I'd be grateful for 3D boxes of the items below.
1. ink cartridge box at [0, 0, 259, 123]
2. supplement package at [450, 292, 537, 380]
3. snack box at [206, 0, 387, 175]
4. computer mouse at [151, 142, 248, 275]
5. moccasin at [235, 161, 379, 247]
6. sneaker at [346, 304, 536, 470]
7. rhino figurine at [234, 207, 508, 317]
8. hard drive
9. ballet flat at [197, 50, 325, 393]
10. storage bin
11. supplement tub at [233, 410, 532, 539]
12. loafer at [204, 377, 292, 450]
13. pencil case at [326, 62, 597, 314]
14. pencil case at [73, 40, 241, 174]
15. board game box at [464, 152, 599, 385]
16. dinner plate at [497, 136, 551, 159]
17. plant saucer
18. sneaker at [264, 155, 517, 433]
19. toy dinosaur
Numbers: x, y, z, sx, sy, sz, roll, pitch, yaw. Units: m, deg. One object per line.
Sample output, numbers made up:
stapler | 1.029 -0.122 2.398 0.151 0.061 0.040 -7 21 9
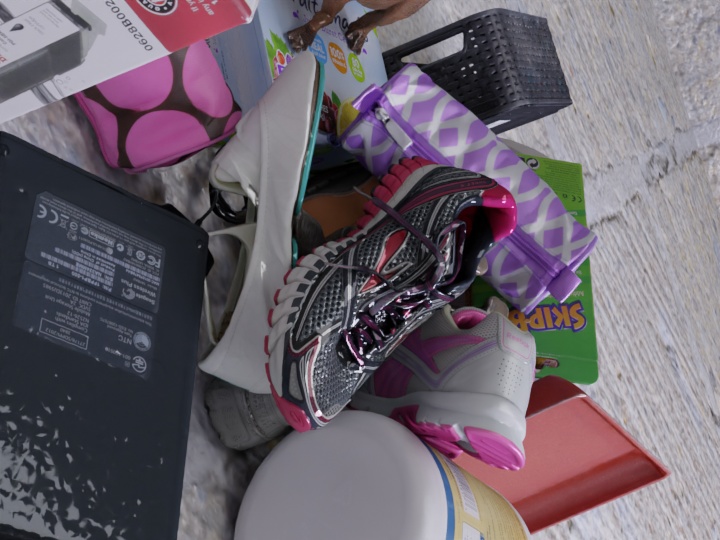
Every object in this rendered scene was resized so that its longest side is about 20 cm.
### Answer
ink cartridge box | -0.158 -0.157 0.550 0.147 0.198 0.084 50 37 -37
supplement package | 0.096 0.026 1.022 0.201 0.118 0.122 -72 146 -50
snack box | -0.051 -0.168 0.922 0.199 0.067 0.171 13 63 -62
computer mouse | -0.110 -0.027 0.760 0.059 0.034 0.201 53 28 -14
moccasin | -0.007 -0.036 0.893 0.201 0.073 0.079 -31 110 -53
sneaker | 0.057 0.069 0.780 0.081 0.199 0.089 30 76 -23
rhino figurine | 0.000 0.000 0.800 0.198 0.087 0.061 21 63 -32
hard drive | -0.145 0.044 0.598 0.139 0.033 0.203 27 49 -33
ballet flat | -0.062 -0.030 0.703 0.069 0.068 0.204 5 91 -62
storage bin | 0.114 -0.183 1.180 0.199 0.134 0.095 -19 91 -64
supplement tub | 0.028 0.188 0.771 0.200 0.143 0.147 40 41 -48
loafer | -0.032 0.062 0.815 0.071 0.069 0.200 67 26 -11
pencil case | 0.075 -0.059 0.847 0.200 0.084 0.085 41 1 3
pencil case | -0.150 -0.148 0.693 0.202 0.093 0.091 60 -16 -24
board game box | 0.125 -0.004 0.908 0.030 0.094 0.202 109 -13 -52
dinner plate | 0.085 -0.065 0.997 0.202 0.197 0.025 -74 167 -48
plant saucer | 0.110 0.149 0.907 0.199 0.198 0.037 38 32 -50
sneaker | 0.016 0.008 0.693 0.201 0.074 0.081 -53 139 -28
toy dinosaur | 0.022 -0.218 0.867 0.199 0.134 0.087 -11 82 -64
